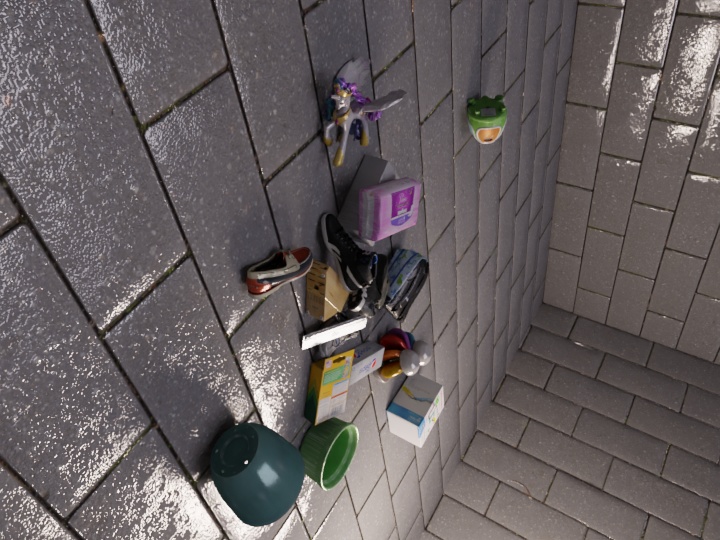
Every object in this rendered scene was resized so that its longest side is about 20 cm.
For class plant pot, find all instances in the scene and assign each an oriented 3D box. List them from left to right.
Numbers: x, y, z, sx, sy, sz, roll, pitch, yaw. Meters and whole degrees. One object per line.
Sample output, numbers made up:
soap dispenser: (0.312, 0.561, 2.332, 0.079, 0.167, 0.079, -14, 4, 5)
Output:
plant pot: (-0.246, 0.442, 1.355, 0.203, 0.197, 0.163, -55, 137, -27)

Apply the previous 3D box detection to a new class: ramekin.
ramekin: (-0.096, 0.529, 1.771, 0.199, 0.096, 0.205, -40, 140, -45)

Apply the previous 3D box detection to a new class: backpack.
backpack: (0.131, 0.032, 1.858, 0.200, 0.154, 0.163, -47, 144, 0)

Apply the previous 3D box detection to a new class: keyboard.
keyboard: (-0.067, 0.162, 1.591, 0.195, 0.011, 0.057, -17, 146, -26)

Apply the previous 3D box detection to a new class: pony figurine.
pony figurine: (-0.010, -0.363, 1.353, 0.192, 0.165, 0.203, -40, 156, -32)

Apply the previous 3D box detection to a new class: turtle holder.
turtle holder: (0.424, -0.523, 2.062, 0.138, 0.187, 0.134, -21, 132, -14)

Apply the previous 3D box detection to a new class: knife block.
knife block: (-0.068, 0.047, 1.563, 0.175, 0.063, 0.206, -34, 134, -51)

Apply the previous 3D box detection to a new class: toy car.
toy car: (0.125, 0.269, 1.987, 0.198, 0.172, 0.154, -23, 90, -54)

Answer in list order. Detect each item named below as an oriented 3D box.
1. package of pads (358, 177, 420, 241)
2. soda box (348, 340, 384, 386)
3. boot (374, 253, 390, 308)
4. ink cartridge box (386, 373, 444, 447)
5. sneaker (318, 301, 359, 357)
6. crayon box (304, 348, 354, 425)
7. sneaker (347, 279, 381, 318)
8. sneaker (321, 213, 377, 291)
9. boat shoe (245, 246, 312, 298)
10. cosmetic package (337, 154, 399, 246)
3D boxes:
package of pads: (0.072, -0.158, 1.510, 0.198, 0.074, 0.124, -25, 127, -50)
soda box: (-0.003, 0.279, 1.823, 0.198, 0.062, 0.070, -19, 124, -57)
boot: (0.046, 0.066, 1.683, 0.133, 0.066, 0.203, 77, 29, -46)
ink cartridge box: (0.212, 0.524, 2.280, 0.201, 0.143, 0.149, -51, 147, -33)
sneaker: (-0.044, 0.161, 1.656, 0.201, 0.080, 0.076, -53, 147, -31)
crayon box: (-0.087, 0.317, 1.688, 0.124, 0.051, 0.206, -12, 118, -48)
sneaker: (0.018, 0.043, 1.576, 0.090, 0.066, 0.204, 42, 40, -30)
sneaker: (-0.016, -0.054, 1.474, 0.073, 0.109, 0.205, -40, 113, -54)
boat shoe: (-0.176, -0.010, 1.329, 0.199, 0.070, 0.064, -35, 133, -43)
cosmetic package: (0.023, -0.183, 1.572, 0.205, 0.079, 0.113, -67, 152, -11)
